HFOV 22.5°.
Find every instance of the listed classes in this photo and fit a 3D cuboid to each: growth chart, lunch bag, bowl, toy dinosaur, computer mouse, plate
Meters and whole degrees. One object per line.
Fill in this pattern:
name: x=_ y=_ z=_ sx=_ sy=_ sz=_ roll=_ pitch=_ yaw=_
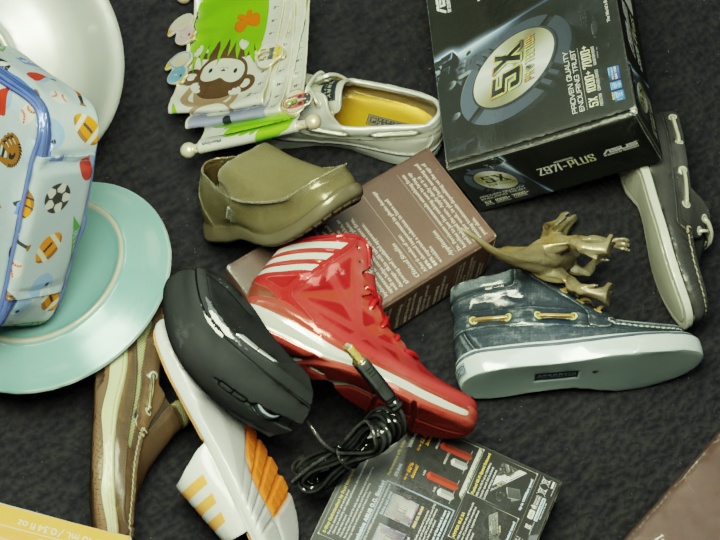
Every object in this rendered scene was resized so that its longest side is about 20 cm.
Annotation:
growth chart: x=-0.101 y=-0.177 z=1.514 sx=0.143 sy=0.018 sz=0.202 roll=-15 pitch=53 yaw=16
lunch bag: x=-0.279 y=-0.061 z=1.349 sx=0.160 sy=0.202 sz=0.075 roll=32 pitch=23 yaw=31
bowl: x=-0.295 y=-0.165 z=1.430 sx=0.200 sy=0.203 sz=0.090 roll=27 pitch=23 yaw=10
toy dinosaur: x=0.149 y=-0.009 z=1.418 sx=0.100 sy=0.200 sz=0.059 roll=11 pitch=100 yaw=24
computer mouse: x=-0.060 y=0.075 z=1.294 sx=0.201 sy=0.140 sz=0.046 roll=53 pitch=42 yaw=-8
plate: x=-0.244 y=0.005 z=1.411 sx=0.198 sy=0.026 sz=0.202 roll=-9 pitch=53 yaw=13

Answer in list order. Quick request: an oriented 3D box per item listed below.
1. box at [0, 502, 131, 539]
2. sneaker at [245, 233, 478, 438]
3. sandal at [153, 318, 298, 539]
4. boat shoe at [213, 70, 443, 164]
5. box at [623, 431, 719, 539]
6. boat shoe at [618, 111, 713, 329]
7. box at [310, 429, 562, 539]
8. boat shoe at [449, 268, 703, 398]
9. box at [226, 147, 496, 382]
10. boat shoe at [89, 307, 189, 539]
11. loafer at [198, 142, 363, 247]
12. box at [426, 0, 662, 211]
box: x=-0.244 y=0.279 z=1.272 sx=0.123 sy=0.098 sz=0.202 roll=13 pitch=64 yaw=2
sneaker: x=0.012 y=0.037 z=1.347 sx=0.199 sy=0.078 sz=0.116 roll=26 pitch=69 yaw=3
sandal: x=-0.114 y=0.137 z=1.360 sx=0.059 sy=0.079 sz=0.208 roll=-29 pitch=86 yaw=19
boat shoe: x=-0.026 y=-0.138 z=1.510 sx=0.198 sy=0.070 sz=0.072 roll=13 pitch=63 yaw=3
box: x=0.243 y=0.259 z=1.278 sx=0.164 sy=0.166 sz=0.200 roll=40 pitch=68 yaw=16
boat shoe: x=0.259 y=-0.046 z=1.488 sx=0.060 sy=0.074 sz=0.201 roll=-10 pitch=56 yaw=-4
box: x=0.042 y=0.218 z=1.349 sx=0.156 sy=0.050 sz=0.201 roll=23 pitch=64 yaw=8
boat shoe: x=0.169 y=0.043 z=1.434 sx=0.198 sy=0.071 sz=0.092 roll=-3 pitch=61 yaw=-6
box: x=0.000 y=0.000 z=1.443 sx=0.199 sy=0.075 sz=0.100 roll=-30 pitch=70 yaw=-19
boat shoe: x=-0.167 y=0.112 z=1.376 sx=0.074 sy=0.075 sz=0.204 roll=3 pitch=63 yaw=-9
loafer: x=-0.073 y=-0.061 z=1.401 sx=0.076 sy=0.199 sz=0.068 roll=-32 pitch=105 yaw=-34
box: x=0.149 y=-0.174 z=1.498 sx=0.162 sy=0.086 sz=0.202 roll=-14 pitch=62 yaw=19
